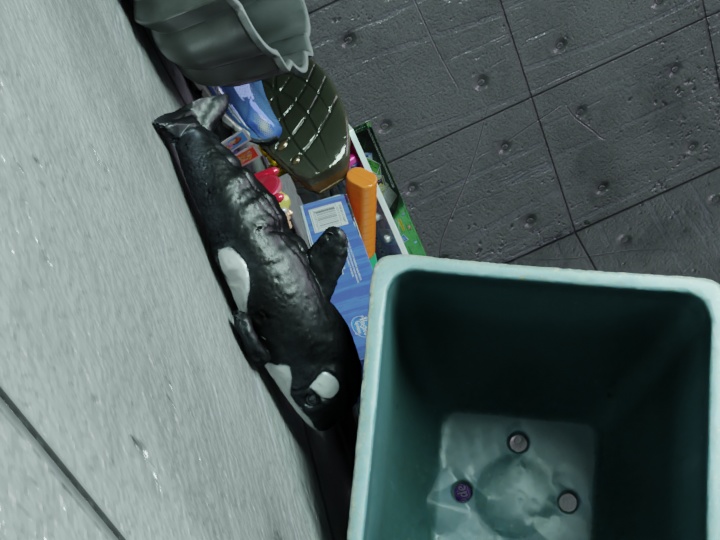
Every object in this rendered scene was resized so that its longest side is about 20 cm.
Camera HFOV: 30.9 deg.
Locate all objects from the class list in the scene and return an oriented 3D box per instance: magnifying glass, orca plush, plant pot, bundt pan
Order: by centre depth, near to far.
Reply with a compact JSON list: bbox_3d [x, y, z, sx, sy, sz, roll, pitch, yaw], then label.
[{"bbox_3d":[-0.038,-0.013,0.744,0.202,0.070,0.105,68,14,10],"label":"orca plush"},{"bbox_3d":[0.097,0.121,0.773,0.200,0.193,0.199,82,13,-73],"label":"plant pot"},{"bbox_3d":[-0.107,-0.207,0.839,0.202,0.075,0.204,-21,90,-76],"label":"bundt pan"},{"bbox_3d":[0.000,0.000,1.057,0.079,0.022,0.202,28,-38,24],"label":"magnifying glass"}]

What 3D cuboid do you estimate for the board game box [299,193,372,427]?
[{"bbox_3d":[0.009,0.079,0.967,0.201,0.043,0.201,-108,-176,-54],"label":"board game box"}]

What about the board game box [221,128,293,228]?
[{"bbox_3d":[-0.055,-0.018,0.871,0.200,0.038,0.160,56,12,-70],"label":"board game box"}]

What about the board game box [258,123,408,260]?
[{"bbox_3d":[-0.014,-0.030,1.146,0.202,0.026,0.200,66,-18,-12],"label":"board game box"}]

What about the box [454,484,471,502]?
[{"bbox_3d":[0.082,0.216,0.976,0.201,0.038,0.138,88,-10,-52],"label":"box"}]

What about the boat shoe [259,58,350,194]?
[{"bbox_3d":[-0.068,-0.138,1.045,0.201,0.075,0.074,57,-11,28],"label":"boat shoe"}]

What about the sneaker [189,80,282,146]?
[{"bbox_3d":[-0.096,-0.190,0.957,0.079,0.088,0.203,-43,112,-86],"label":"sneaker"}]

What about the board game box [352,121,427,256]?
[{"bbox_3d":[0.003,-0.060,1.483,0.024,0.104,0.202,-115,180,-64],"label":"board game box"}]
